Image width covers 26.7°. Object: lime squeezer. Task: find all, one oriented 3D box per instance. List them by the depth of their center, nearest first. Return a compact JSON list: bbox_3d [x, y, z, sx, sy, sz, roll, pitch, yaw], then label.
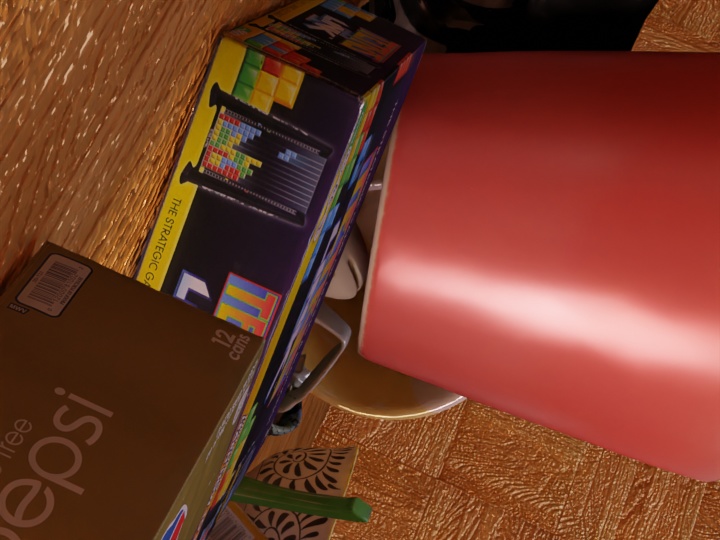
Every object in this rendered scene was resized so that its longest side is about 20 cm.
[{"bbox_3d":[-0.081,0.118,0.768,0.199,0.070,0.038,-26,-133,46],"label":"lime squeezer"}]

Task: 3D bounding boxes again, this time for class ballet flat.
[{"bbox_3d":[-0.030,0.006,0.739,0.075,0.073,0.201,-63,175,-47],"label":"ballet flat"}]

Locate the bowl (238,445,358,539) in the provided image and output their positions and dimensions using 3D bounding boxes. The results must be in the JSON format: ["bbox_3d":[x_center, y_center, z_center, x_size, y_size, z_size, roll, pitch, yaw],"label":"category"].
[{"bbox_3d":[-0.078,0.226,1.271,0.201,0.093,0.203,-159,-90,-89],"label":"bowl"}]

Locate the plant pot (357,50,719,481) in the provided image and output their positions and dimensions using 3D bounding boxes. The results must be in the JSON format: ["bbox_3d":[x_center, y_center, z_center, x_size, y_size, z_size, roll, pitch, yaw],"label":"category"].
[{"bbox_3d":[0.095,-0.014,0.703,0.200,0.175,0.203,10,90,-89],"label":"plant pot"}]

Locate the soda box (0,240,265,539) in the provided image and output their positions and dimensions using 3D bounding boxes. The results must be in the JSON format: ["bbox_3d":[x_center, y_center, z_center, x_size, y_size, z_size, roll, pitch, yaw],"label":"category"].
[{"bbox_3d":[-0.087,0.083,0.317,0.201,0.063,0.068,-63,176,-52],"label":"soda box"}]

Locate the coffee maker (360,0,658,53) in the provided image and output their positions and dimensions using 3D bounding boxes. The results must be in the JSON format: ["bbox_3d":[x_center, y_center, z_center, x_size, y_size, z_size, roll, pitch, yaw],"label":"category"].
[{"bbox_3d":[0.104,-0.151,0.727,0.200,0.190,0.136,105,9,-72],"label":"coffee maker"}]

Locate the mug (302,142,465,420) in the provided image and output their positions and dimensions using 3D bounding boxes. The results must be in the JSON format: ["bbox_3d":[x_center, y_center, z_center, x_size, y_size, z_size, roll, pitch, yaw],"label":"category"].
[{"bbox_3d":[0.003,-0.008,0.933,0.154,0.184,0.151,-81,159,-65],"label":"mug"}]

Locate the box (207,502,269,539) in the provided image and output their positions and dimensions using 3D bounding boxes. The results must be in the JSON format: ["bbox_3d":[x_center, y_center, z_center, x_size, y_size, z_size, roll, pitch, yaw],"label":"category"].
[{"bbox_3d":[-0.082,0.242,1.106,0.041,0.119,0.201,-38,165,-25],"label":"box"}]

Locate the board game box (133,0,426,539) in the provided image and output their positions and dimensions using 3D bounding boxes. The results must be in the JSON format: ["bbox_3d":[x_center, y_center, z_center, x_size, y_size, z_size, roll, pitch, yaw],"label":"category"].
[{"bbox_3d":[-0.043,0.002,0.583,0.165,0.056,0.202,-55,168,-71],"label":"board game box"}]
